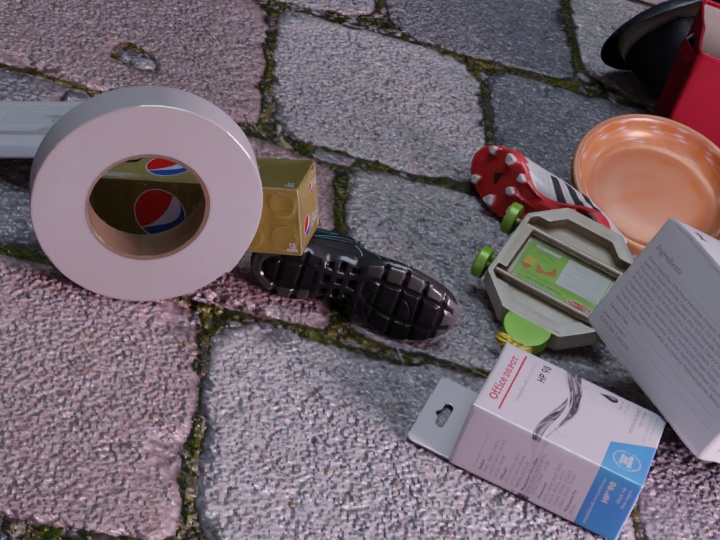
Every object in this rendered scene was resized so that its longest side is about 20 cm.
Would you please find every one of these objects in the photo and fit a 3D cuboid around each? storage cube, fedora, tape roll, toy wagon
[{"bbox_3d":[0.445,-0.180,2.102,0.199,0.181,0.171,21,31,0],"label":"storage cube"},{"bbox_3d":[0.396,-0.264,2.247,0.199,0.200,0.092,-5,71,-35],"label":"fedora"},{"bbox_3d":[-0.183,-0.063,1.546,0.201,0.204,0.037,10,32,-17],"label":"tape roll"},{"bbox_3d":[0.185,0.019,1.757,0.154,0.040,0.200,28,53,12],"label":"toy wagon"}]

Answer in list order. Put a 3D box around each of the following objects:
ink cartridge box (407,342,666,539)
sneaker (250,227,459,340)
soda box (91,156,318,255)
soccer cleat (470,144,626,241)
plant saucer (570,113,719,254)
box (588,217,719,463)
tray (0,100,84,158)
[{"bbox_3d":[0.153,0.138,1.559,0.199,0.067,0.116,25,32,7],"label":"ink cartridge box"},{"bbox_3d":[0.000,0.000,1.674,0.199,0.076,0.079,21,29,-1],"label":"sneaker"},{"bbox_3d":[-0.140,-0.064,1.636,0.198,0.068,0.064,4,28,13],"label":"soda box"},{"bbox_3d":[0.197,-0.069,1.907,0.200,0.069,0.085,35,10,35],"label":"soccer cleat"},{"bbox_3d":[0.324,-0.085,1.978,0.199,0.038,0.201,7,53,-9],"label":"plant saucer"},{"bbox_3d":[0.351,0.082,1.641,0.198,0.131,0.200,21,24,-41],"label":"box"},{"bbox_3d":[-0.286,-0.136,1.696,0.198,0.022,0.108,1,29,12],"label":"tray"}]
